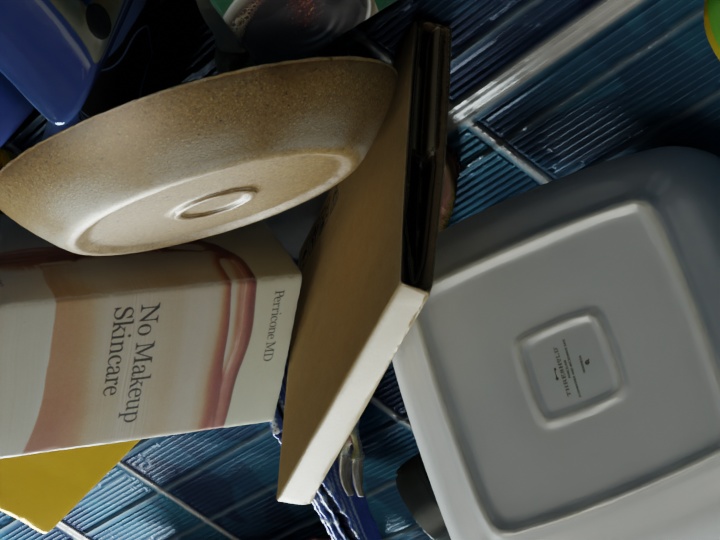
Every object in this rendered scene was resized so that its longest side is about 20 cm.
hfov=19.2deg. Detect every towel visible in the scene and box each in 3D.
[{"bbox_3d":[-0.025,0.104,1.259,0.024,0.145,0.200,-24,134,2],"label":"towel"}]

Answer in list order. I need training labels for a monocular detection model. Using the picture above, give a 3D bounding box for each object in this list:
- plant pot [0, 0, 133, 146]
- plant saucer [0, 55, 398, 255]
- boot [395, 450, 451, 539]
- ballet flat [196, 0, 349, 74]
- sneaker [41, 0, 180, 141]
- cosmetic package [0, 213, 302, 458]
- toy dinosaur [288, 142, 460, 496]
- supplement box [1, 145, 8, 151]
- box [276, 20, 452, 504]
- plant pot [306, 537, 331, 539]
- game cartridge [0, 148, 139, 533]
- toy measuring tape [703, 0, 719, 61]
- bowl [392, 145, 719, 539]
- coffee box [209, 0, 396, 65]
[{"bbox_3d":[-0.200,-0.161,0.948,0.179,0.200,0.200,-18,129,34],"label":"plant pot"},{"bbox_3d":[-0.072,-0.046,0.996,0.199,0.036,0.200,-17,171,-3],"label":"plant saucer"},{"bbox_3d":[0.117,0.074,1.153,0.162,0.198,0.074,-36,82,21],"label":"boot"},{"bbox_3d":[-0.050,-0.118,1.023,0.073,0.073,0.200,9,143,19],"label":"ballet flat"},{"bbox_3d":[-0.117,-0.091,1.102,0.078,0.070,0.200,23,152,-4],"label":"sneaker"},{"bbox_3d":[-0.142,0.029,1.106,0.199,0.087,0.104,-7,125,-27],"label":"cosmetic package"},{"bbox_3d":[0.020,0.017,1.190,0.181,0.105,0.201,0,104,47],"label":"toy dinosaur"},{"bbox_3d":[-0.241,-0.040,1.182,0.110,0.086,0.200,35,159,42],"label":"supplement box"},{"bbox_3d":[0.000,0.000,1.053,0.021,0.164,0.200,14,142,-12],"label":"box"},{"bbox_3d":[-0.053,0.288,1.469,0.200,0.201,0.195,34,135,-16],"label":"plant pot"},{"bbox_3d":[-0.186,0.045,1.177,0.200,0.176,0.032,38,-170,-46],"label":"game cartridge"},{"bbox_3d":[0.150,-0.126,0.898,0.200,0.074,0.074,30,145,-10],"label":"toy measuring tape"},{"bbox_3d":[0.109,0.048,1.012,0.199,0.201,0.075,-22,164,17],"label":"bowl"},{"bbox_3d":[-0.044,-0.187,0.898,0.123,0.044,0.200,-30,127,7],"label":"coffee box"}]
